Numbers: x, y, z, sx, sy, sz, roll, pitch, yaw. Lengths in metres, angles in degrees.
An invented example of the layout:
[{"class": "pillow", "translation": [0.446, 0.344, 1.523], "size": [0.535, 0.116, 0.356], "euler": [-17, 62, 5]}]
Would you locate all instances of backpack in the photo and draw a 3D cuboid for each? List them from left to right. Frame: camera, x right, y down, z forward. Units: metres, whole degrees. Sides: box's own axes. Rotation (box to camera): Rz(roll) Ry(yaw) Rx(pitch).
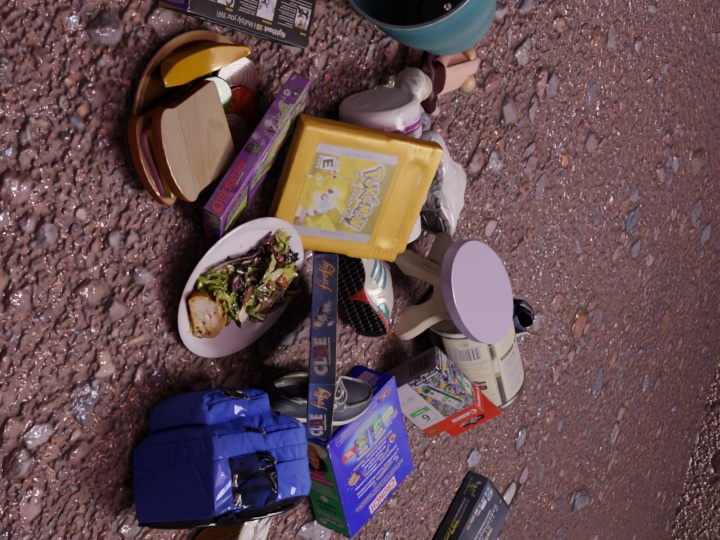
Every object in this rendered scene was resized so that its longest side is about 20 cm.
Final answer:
[{"class": "backpack", "translation": [-0.156, 0.230, 1.208], "size": [0.199, 0.162, 0.169], "euler": [10, 77, -52]}]

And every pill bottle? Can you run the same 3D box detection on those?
[{"class": "pill bottle", "translation": [0.034, -0.139, 1.344], "size": [0.112, 0.112, 0.201], "euler": [-34, 127, -41]}]

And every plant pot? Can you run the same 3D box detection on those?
[{"class": "plant pot", "translation": [0.096, -0.375, 1.276], "size": [0.201, 0.199, 0.188], "euler": [-70, 158, -3]}]

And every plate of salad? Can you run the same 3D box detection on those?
[{"class": "plate of salad", "translation": [-0.139, 0.028, 1.212], "size": [0.200, 0.048, 0.201], "euler": [-33, 141, -32]}]

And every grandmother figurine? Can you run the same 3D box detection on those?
[{"class": "grandmother figurine", "translation": [0.110, -0.282, 1.414], "size": [0.200, 0.060, 0.122], "euler": [-37, 124, -53]}]

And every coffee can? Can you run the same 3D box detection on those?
[{"class": "coffee can", "translation": [0.191, 0.124, 1.635], "size": [0.146, 0.146, 0.201], "euler": [-47, 137, -31]}]

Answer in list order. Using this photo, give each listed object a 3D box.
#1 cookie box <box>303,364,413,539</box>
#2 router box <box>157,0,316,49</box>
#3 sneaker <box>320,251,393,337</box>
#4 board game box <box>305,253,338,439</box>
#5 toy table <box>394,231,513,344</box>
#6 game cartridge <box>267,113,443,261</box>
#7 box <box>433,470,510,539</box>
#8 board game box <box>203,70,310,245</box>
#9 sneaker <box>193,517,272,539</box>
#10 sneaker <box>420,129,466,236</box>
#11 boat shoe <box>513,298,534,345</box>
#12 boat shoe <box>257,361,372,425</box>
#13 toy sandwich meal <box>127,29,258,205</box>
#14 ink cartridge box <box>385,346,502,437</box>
[{"class": "cookie box", "translation": [-0.008, 0.277, 1.495], "size": [0.171, 0.075, 0.201], "euler": [-41, 133, -37]}, {"class": "router box", "translation": [-0.124, -0.350, 1.100], "size": [0.199, 0.052, 0.158], "euler": [3, 102, -54]}, {"class": "sneaker", "translation": [0.000, 0.000, 1.415], "size": [0.094, 0.070, 0.200], "euler": [-68, 146, -44]}, {"class": "board game box", "translation": [-0.050, 0.098, 1.275], "size": [0.136, 0.034, 0.201], "euler": [96, -5, -51]}, {"class": "toy table", "translation": [0.135, 0.029, 1.460], "size": [0.184, 0.117, 0.201], "euler": [-56, 136, -30]}, {"class": "game cartridge", "translation": [-0.010, -0.100, 1.259], "size": [0.199, 0.032, 0.177], "euler": [8, 119, -24]}, {"class": "box", "translation": [0.211, 0.514, 1.905], "size": [0.201, 0.051, 0.158], "euler": [-58, 143, -20]}, {"class": "board game box", "translation": [-0.124, -0.129, 1.159], "size": [0.201, 0.032, 0.120], "euler": [-60, -176, -18]}, {"class": "sneaker", "translation": [-0.165, 0.366, 1.324], "size": [0.200, 0.075, 0.088], "euler": [-56, 143, -19]}, {"class": "sneaker", "translation": [0.119, -0.149, 1.501], "size": [0.100, 0.078, 0.201], "euler": [-57, 151, -31]}, {"class": "boat shoe", "translation": [0.281, 0.101, 1.790], "size": [0.200, 0.092, 0.075], "euler": [41, 71, -51]}, {"class": "boat shoe", "translation": [-0.057, 0.169, 1.362], "size": [0.199, 0.075, 0.062], "euler": [6, 132, -36]}, {"class": "toy sandwich meal", "translation": [-0.174, -0.170, 1.093], "size": [0.205, 0.070, 0.207], "euler": [-25, 123, -45]}, {"class": "ink cartridge box", "translation": [0.136, 0.216, 1.583], "size": [0.200, 0.109, 0.051], "euler": [44, 28, -31]}]
